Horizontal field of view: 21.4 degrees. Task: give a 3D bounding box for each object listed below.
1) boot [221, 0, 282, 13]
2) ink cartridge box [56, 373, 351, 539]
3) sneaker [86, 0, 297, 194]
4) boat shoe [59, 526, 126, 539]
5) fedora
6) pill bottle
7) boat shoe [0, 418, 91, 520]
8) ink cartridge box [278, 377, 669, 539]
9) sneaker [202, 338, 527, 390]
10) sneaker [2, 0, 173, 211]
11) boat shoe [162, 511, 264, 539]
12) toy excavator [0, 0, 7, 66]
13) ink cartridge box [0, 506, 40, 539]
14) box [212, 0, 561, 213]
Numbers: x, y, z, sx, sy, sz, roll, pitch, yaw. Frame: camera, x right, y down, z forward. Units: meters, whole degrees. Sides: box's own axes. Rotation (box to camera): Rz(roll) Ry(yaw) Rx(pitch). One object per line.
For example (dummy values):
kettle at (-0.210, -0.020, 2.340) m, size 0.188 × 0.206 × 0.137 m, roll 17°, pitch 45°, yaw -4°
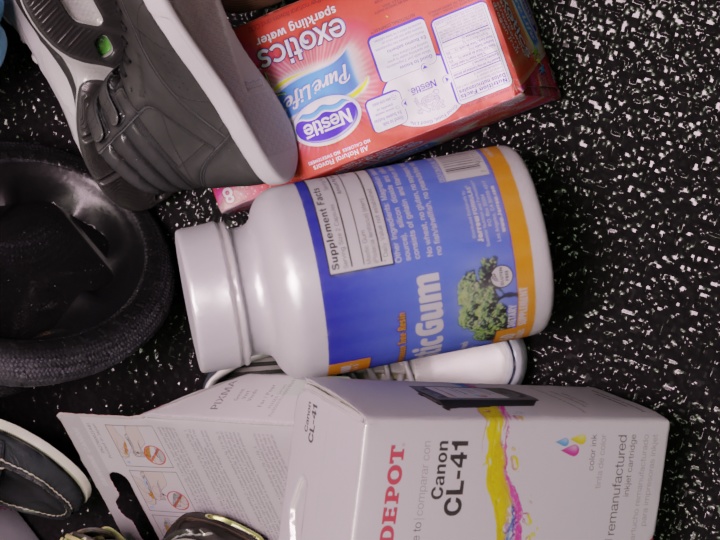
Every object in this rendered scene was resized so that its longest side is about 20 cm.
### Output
boot at (-0.004, -0.221, 1.051) m, size 0.200 × 0.155 × 0.074 m, roll -32°, pitch 76°, yaw -12°
ink cartridge box at (-0.068, 0.137, 1.153) m, size 0.199 × 0.050 × 0.161 m, roll 1°, pitch 127°, yaw 36°
sneaker at (-0.120, -0.118, 1.035) m, size 0.099 × 0.071 × 0.200 m, roll -15°, pitch 123°, yaw 23°
boat shoe at (-0.158, 0.190, 1.148) m, size 0.072 × 0.202 × 0.060 m, roll 42°, pitch 84°, yaw 3°
fedora at (-0.216, 0.013, 1.170) m, size 0.201 × 0.200 × 0.092 m, roll 44°, pitch 134°, yaw 11°
pill bottle at (0.000, 0.000, 1.075) m, size 0.199 × 0.112 × 0.113 m, roll -11°, pitch 90°, yaw -8°
boat shoe at (-0.258, 0.115, 1.149) m, size 0.199 × 0.066 × 0.074 m, roll 33°, pitch 140°, yaw -24°
ink cartridge box at (0.062, 0.141, 1.058) m, size 0.086 × 0.199 × 0.148 m, roll 21°, pitch 106°, yaw 59°
sneaker at (0.000, 0.070, 1.140) m, size 0.199 × 0.071 × 0.073 m, roll -11°, pitch 90°, yaw 20°
sneaker at (-0.170, -0.137, 1.164) m, size 0.075 × 0.201 × 0.115 m, roll -31°, pitch 38°, yaw -15°
boat shoe at (-0.034, 0.214, 1.122) m, size 0.201 × 0.061 × 0.072 m, roll 39°, pitch 114°, yaw -7°
toy excavator at (-0.268, -0.119, 1.151) m, size 0.194 × 0.200 × 0.100 m, roll -45°, pitch 74°, yaw 17°
ink cartridge box at (-0.296, 0.209, 1.214) m, size 0.145 × 0.145 × 0.200 m, roll -44°, pitch 80°, yaw 17°
box at (0.003, -0.113, 1.113) m, size 0.199 × 0.095 × 0.100 m, roll -20°, pitch 86°, yaw 20°
